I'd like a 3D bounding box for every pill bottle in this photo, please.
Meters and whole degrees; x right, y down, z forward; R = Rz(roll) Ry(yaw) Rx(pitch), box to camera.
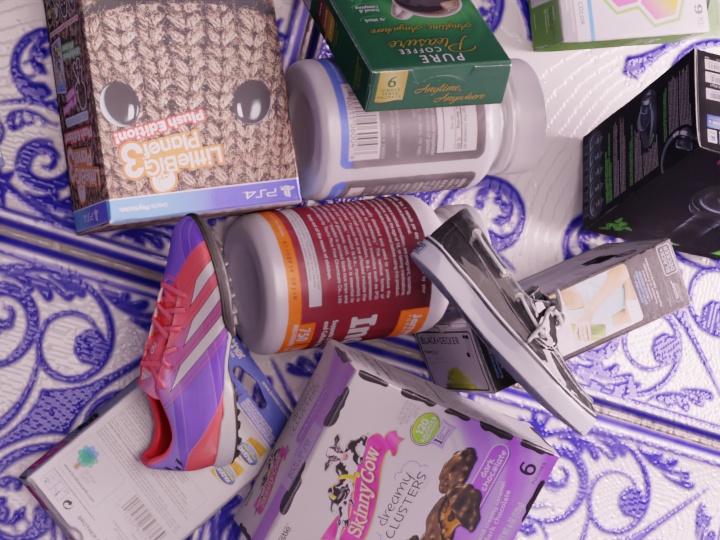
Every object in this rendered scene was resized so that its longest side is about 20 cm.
[{"bbox_3d":[0.042,-0.120,1.737,0.199,0.114,0.114,-5,88,-23],"label":"pill bottle"},{"bbox_3d":[0.000,0.000,1.712,0.199,0.113,0.113,-8,89,-22],"label":"pill bottle"}]

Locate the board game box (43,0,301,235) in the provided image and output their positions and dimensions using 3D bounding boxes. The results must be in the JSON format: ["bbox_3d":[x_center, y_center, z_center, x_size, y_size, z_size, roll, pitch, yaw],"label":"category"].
[{"bbox_3d":[-0.147,-0.138,1.669,0.159,0.097,0.201,-8,89,-22],"label":"board game box"}]

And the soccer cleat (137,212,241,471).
[{"bbox_3d":[-0.134,0.057,1.620,0.073,0.068,0.201,-9,108,-21],"label":"soccer cleat"}]

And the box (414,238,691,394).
[{"bbox_3d":[0.157,0.038,1.774,0.200,0.117,0.060,-22,97,-23],"label":"box"}]

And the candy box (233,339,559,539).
[{"bbox_3d":[0.028,0.172,1.694,0.200,0.072,0.168,24,100,-26],"label":"candy box"}]

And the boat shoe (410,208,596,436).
[{"bbox_3d":[0.126,0.039,1.658,0.068,0.074,0.199,-42,94,-3],"label":"boat shoe"}]

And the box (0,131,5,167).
[{"bbox_3d":[-0.348,-0.160,1.605,0.122,0.048,0.201,-16,93,-9],"label":"box"}]

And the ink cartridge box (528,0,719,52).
[{"bbox_3d":[0.243,-0.249,1.856,0.199,0.059,0.104,-6,89,-22],"label":"ink cartridge box"}]

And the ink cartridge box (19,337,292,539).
[{"bbox_3d":[-0.153,0.144,1.680,0.200,0.042,0.119,-40,101,-17],"label":"ink cartridge box"}]

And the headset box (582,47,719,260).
[{"bbox_3d":[0.301,-0.088,1.801,0.174,0.200,0.093,12,66,-22],"label":"headset box"}]

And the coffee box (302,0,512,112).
[{"bbox_3d":[0.027,-0.202,1.706,0.123,0.200,0.044,-6,132,-22],"label":"coffee box"}]
